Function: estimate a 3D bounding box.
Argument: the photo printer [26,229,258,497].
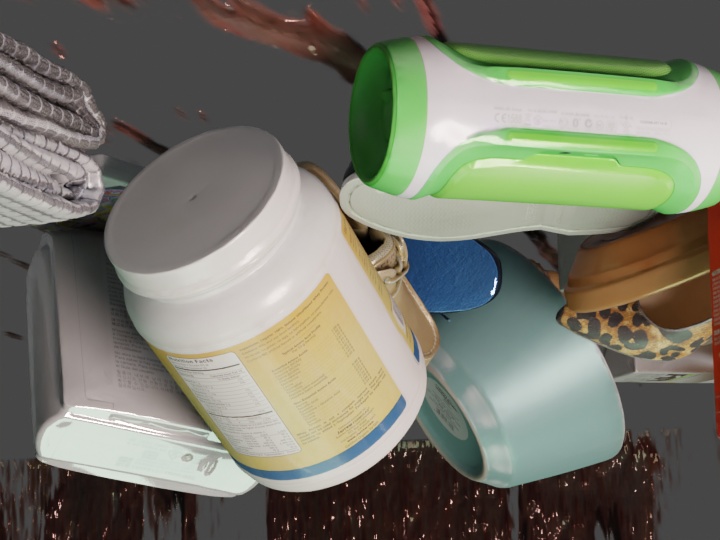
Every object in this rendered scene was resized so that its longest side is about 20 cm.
[{"bbox_3d":[-0.154,0.056,1.192,0.165,0.201,0.070,14,128,-26],"label":"photo printer"}]

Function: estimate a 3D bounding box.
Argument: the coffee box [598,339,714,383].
[{"bbox_3d":[0.300,0.037,1.429,0.198,0.116,0.080,3,168,-18],"label":"coffee box"}]

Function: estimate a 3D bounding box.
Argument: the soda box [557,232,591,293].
[{"bbox_3d":[0.244,-0.022,1.228,0.198,0.069,0.063,-6,166,27],"label":"soda box"}]

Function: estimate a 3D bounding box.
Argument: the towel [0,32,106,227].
[{"bbox_3d":[-0.241,-0.075,0.862,0.164,0.087,0.200,-3,171,16],"label":"towel"}]

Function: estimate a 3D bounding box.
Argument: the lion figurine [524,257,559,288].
[{"bbox_3d":[0.139,0.021,1.490,0.121,0.073,0.199,-16,178,28],"label":"lion figurine"}]

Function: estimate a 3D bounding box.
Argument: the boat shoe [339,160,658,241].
[{"bbox_3d":[0.083,-0.060,1.030,0.198,0.061,0.076,3,149,-12],"label":"boat shoe"}]

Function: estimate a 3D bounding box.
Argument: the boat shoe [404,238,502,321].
[{"bbox_3d":[0.015,-0.013,1.277,0.198,0.085,0.069,13,-178,18],"label":"boat shoe"}]

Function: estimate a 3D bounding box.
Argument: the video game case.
[{"bbox_3d":[-0.174,-0.045,1.196,0.142,0.018,0.199,-7,168,31],"label":"video game case"}]

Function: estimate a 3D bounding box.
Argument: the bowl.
[{"bbox_3d":[0.103,0.089,1.319,0.105,0.202,0.201,-32,179,-18],"label":"bowl"}]

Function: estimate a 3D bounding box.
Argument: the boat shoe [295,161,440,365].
[{"bbox_3d":[0.000,0.000,1.165,0.065,0.073,0.200,-21,127,33],"label":"boat shoe"}]

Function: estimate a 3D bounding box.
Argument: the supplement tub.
[{"bbox_3d":[-0.058,0.025,1.050,0.143,0.146,0.201,-7,133,28],"label":"supplement tub"}]

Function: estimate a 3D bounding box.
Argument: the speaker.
[{"bbox_3d":[0.098,-0.075,0.888,0.198,0.090,0.088,2,169,-19],"label":"speaker"}]

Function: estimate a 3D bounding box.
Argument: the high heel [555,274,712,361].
[{"bbox_3d":[0.231,-0.004,1.118,0.197,0.072,0.143,-4,147,-2],"label":"high heel"}]

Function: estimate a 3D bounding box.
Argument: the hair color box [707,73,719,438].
[{"bbox_3d":[0.252,-0.010,0.930,0.109,0.203,0.064,0,170,-7],"label":"hair color box"}]

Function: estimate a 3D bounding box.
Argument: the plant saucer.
[{"bbox_3d":[0.218,-0.031,1.083,0.198,0.038,0.200,-25,-176,2],"label":"plant saucer"}]
